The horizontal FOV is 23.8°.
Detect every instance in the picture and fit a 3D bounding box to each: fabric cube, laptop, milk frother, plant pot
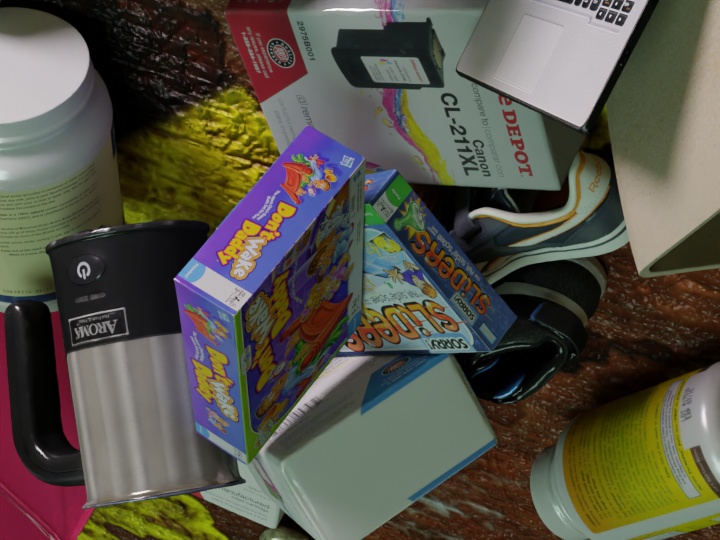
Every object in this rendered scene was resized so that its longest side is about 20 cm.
[{"bbox_3d":[-0.333,0.128,1.508,0.199,0.200,0.196,-18,122,42],"label":"fabric cube"},{"bbox_3d":[0.082,-0.198,0.871,0.116,0.200,0.187,24,-173,-21],"label":"laptop"},{"bbox_3d":[-0.141,0.069,1.248,0.180,0.200,0.189,-14,83,45],"label":"milk frother"},{"bbox_3d":[0.234,-0.128,0.868,0.200,0.200,0.177,-46,58,51],"label":"plant pot"}]

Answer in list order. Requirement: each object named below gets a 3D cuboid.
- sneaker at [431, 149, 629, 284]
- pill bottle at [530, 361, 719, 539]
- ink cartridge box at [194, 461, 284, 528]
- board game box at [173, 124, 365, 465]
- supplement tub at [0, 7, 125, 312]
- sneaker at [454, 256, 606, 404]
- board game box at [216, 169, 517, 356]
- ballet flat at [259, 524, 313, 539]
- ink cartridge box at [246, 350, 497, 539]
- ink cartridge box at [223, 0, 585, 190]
[{"bbox_3d":[0.088,-0.039,1.165,0.200,0.079,0.079,-18,137,32],"label":"sneaker"},{"bbox_3d":[0.220,0.142,1.265,0.109,0.109,0.200,43,139,-18],"label":"pill bottle"},{"bbox_3d":[-0.110,0.112,1.450,0.144,0.084,0.200,22,140,8],"label":"ink cartridge box"},{"bbox_3d":[-0.053,0.021,1.082,0.045,0.135,0.200,31,153,17],"label":"board game box"},{"bbox_3d":[-0.253,-0.080,1.272,0.145,0.145,0.200,18,141,13],"label":"supplement tub"},{"bbox_3d":[0.080,0.051,1.245,0.200,0.112,0.073,-22,120,44],"label":"sneaker"},{"bbox_3d":[0.000,0.000,1.175,0.135,0.034,0.200,49,153,-20],"label":"board game box"},{"bbox_3d":[-0.054,0.317,1.666,0.066,0.057,0.200,4,136,26],"label":"ballet flat"},{"bbox_3d":[-0.009,0.113,1.253,0.085,0.144,0.200,60,168,-16],"label":"ink cartridge box"},{"bbox_3d":[0.035,-0.133,1.089,0.200,0.083,0.146,4,136,27],"label":"ink cartridge box"}]
